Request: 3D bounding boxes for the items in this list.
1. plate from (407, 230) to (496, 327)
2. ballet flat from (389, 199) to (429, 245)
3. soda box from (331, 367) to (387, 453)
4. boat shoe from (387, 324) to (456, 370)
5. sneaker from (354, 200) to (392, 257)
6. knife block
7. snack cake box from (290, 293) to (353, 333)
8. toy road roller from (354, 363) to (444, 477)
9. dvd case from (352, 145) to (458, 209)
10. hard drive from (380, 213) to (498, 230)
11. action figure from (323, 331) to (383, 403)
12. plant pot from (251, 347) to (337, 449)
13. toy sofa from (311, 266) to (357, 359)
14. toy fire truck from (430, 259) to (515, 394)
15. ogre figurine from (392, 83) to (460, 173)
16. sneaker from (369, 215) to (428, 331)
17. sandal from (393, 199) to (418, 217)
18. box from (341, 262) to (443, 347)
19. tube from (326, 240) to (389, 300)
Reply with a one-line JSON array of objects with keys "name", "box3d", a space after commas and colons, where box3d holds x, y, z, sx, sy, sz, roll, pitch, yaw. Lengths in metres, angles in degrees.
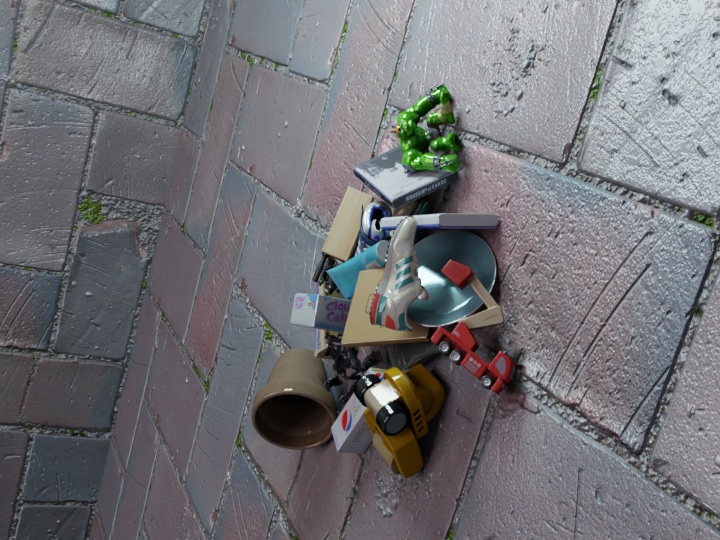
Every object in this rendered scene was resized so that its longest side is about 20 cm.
[{"name": "plate", "box3d": [0.152, 0.017, 1.542, 0.196, 0.026, 0.204, -14, 54, 19]}, {"name": "ballet flat", "box3d": [0.086, -0.047, 1.719, 0.072, 0.071, 0.205, 23, 103, 60]}, {"name": "soda box", "box3d": [0.012, 0.291, 1.764, 0.202, 0.067, 0.064, -59, 35, 34]}, {"name": "boat shoe", "box3d": [0.115, 0.141, 1.640, 0.202, 0.063, 0.076, -40, 60, 57]}, {"name": "sneaker", "box3d": [0.024, -0.044, 1.778, 0.147, 0.079, 0.205, 75, -155, -80]}, {"name": "knife block", "box3d": [-0.042, -0.054, 1.860, 0.176, 0.063, 0.203, -57, -16, -50]}, {"name": "snack cake box", "box3d": [-0.031, 0.095, 1.767, 0.114, 0.196, 0.069, 5, 84, 60]}, {"name": "toy road roller", "box3d": [0.088, 0.269, 1.607, 0.123, 0.144, 0.203, 45, 157, 49]}, {"name": "dvd case", "box3d": [0.087, -0.195, 1.709, 0.200, 0.148, 0.025, 48, 160, 55]}, {"name": "hard drive", "box3d": [0.142, -0.088, 1.574, 0.199, 0.129, 0.026, 2, 93, 61]}, {"name": "action figure", "box3d": [-0.023, 0.183, 1.778, 0.118, 0.102, 0.202, 36, 144, 20]}, {"name": "plant pot", "box3d": [-0.143, 0.281, 1.965, 0.202, 0.197, 0.177, -56, 18, 37]}, {"name": "toy sofa", "box3d": [-0.067, 0.102, 1.953, 0.097, 0.081, 0.205, -33, 54, 52]}, {"name": "toy fire truck", "box3d": [0.193, 0.094, 1.437, 0.199, 0.049, 0.142, 38, 91, 18]}, {"name": "ogre figurine", "box3d": [0.130, -0.264, 1.677, 0.118, 0.098, 0.205, -18, 75, 21]}, {"name": "sneaker", "box3d": [0.084, 0.010, 1.503, 0.070, 0.091, 0.204, 19, -92, -78]}, {"name": "sandal", "box3d": [0.079, -0.165, 1.749, 0.081, 0.054, 0.201, -49, 17, 25]}, {"name": "box", "box3d": [0.063, 0.063, 1.613, 0.197, 0.021, 0.166, -9, 54, 37]}, {"name": "tube", "box3d": [0.000, 0.000, 1.750, 0.078, 0.050, 0.199, 57, 140, 0]}]
